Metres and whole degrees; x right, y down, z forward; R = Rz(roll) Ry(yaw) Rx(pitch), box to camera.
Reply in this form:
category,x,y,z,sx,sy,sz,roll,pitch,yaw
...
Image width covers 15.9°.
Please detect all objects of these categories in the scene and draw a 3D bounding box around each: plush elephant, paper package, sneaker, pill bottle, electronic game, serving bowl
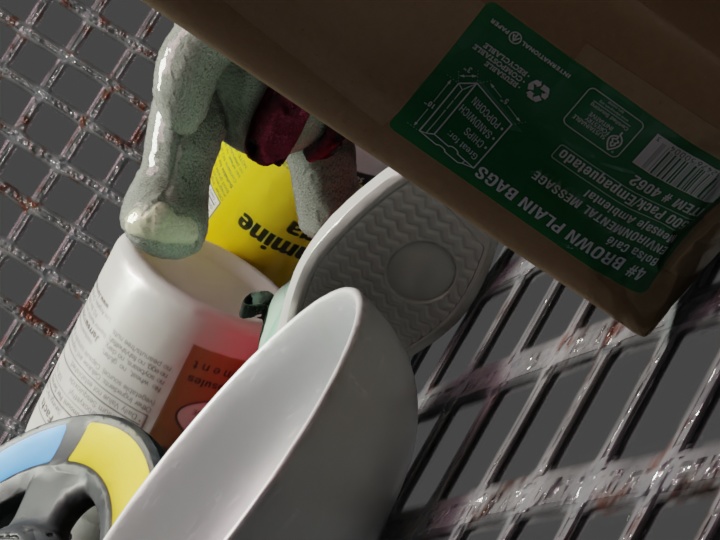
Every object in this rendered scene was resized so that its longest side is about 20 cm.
category,x,y,z,sx,sy,sz,roll,pitch,yaw
plush elephant,-0.008,-0.104,1.229,0.154,0.164,0.201,-8,78,45
paper package,0.053,-0.112,0.809,0.104,0.200,0.191,-50,10,41
sneaker,-0.001,0.000,1.155,0.201,0.073,0.118,-56,14,32
pill bottle,-0.125,0.087,1.454,0.201,0.114,0.114,-62,6,18
electronic game,-0.163,0.149,1.168,0.199,0.042,0.201,-28,36,23
serving bowl,-0.041,0.104,1.011,0.200,0.066,0.200,-48,12,14
pill bottle,-0.039,-0.053,1.501,0.200,0.112,0.113,-51,10,45

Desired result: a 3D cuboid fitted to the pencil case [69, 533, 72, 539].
category,x,y,z,sx,sy,sz,roll,pitch,yaw
pencil case,-0.149,0.221,1.189,0.201,0.085,0.093,-62,-25,-21
